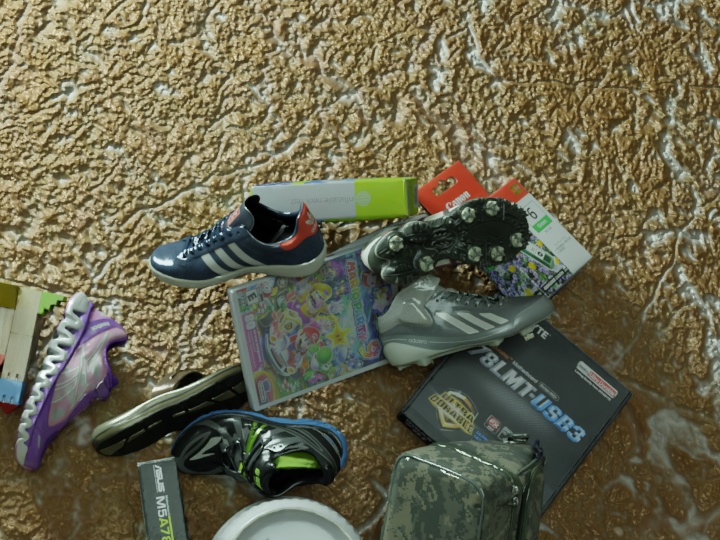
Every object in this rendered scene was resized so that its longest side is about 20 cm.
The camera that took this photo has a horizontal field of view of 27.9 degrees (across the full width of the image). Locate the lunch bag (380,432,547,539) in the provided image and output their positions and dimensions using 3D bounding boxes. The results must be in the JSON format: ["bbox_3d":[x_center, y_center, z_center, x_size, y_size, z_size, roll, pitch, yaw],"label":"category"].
[{"bbox_3d":[0.121,0.279,1.537,0.138,0.167,0.203,13,101,38],"label":"lunch bag"}]

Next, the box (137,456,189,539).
[{"bbox_3d":[-0.194,0.308,1.497,0.047,0.193,0.203,-9,74,-7],"label":"box"}]

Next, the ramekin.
[{"bbox_3d":[-0.076,0.339,1.546,0.197,0.105,0.203,2,74,-6],"label":"ramekin"}]

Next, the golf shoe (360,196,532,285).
[{"bbox_3d":[0.093,-0.038,1.604,0.198,0.088,0.078,-11,99,-23],"label":"golf shoe"}]

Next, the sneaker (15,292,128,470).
[{"bbox_3d":[-0.316,0.129,1.597,0.088,0.080,0.202,24,73,-12],"label":"sneaker"}]

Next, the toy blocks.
[{"bbox_3d":[-0.435,0.077,1.595,0.197,0.100,0.139,12,84,-3],"label":"toy blocks"}]

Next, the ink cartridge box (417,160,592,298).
[{"bbox_3d":[0.165,-0.051,1.691,0.200,0.050,0.109,47,46,8],"label":"ink cartridge box"}]

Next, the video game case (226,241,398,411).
[{"bbox_3d":[-0.045,0.059,1.617,0.198,0.018,0.145,-18,110,-23],"label":"video game case"}]

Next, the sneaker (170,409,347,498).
[{"bbox_3d":[-0.114,0.201,1.574,0.197,0.072,0.083,1,30,9],"label":"sneaker"}]

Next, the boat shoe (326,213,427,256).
[{"bbox_3d":[0.000,0.000,1.671,0.198,0.072,0.066,-27,89,-16],"label":"boat shoe"}]

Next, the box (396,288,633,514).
[{"bbox_3d":[0.176,0.155,1.658,0.200,0.050,0.199,41,75,5],"label":"box"}]

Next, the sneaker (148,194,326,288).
[{"bbox_3d":[-0.138,-0.038,1.560,0.197,0.085,0.075,-7,41,8],"label":"sneaker"}]

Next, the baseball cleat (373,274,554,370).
[{"bbox_3d":[0.113,0.042,1.612,0.198,0.070,0.108,-19,98,2],"label":"baseball cleat"}]

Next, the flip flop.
[{"bbox_3d":[-0.208,0.145,1.608,0.198,0.082,0.058,-23,56,-10],"label":"flip flop"}]

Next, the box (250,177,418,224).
[{"bbox_3d":[-0.038,-0.078,1.637,0.197,0.122,0.048,-2,94,8],"label":"box"}]
